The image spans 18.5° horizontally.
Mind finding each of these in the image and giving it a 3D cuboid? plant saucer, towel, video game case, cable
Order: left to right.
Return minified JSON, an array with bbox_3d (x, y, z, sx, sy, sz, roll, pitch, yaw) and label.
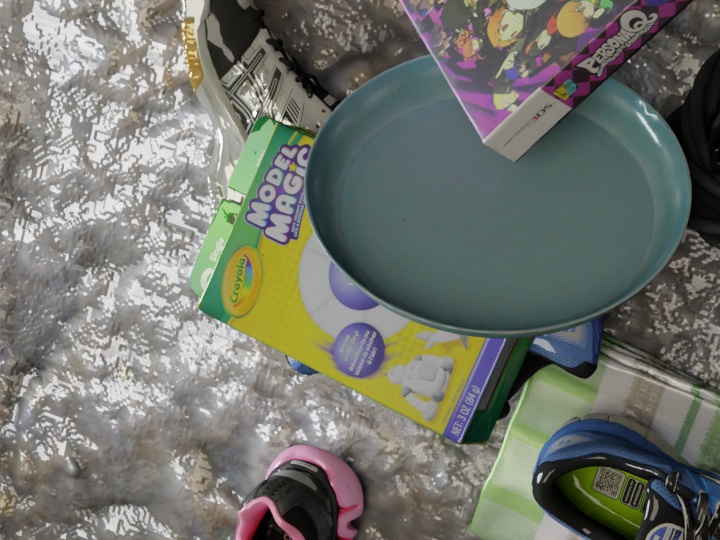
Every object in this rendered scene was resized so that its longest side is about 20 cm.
[{"bbox_3d":[0.071,-0.038,1.145,0.199,0.200,0.027,19,142,18],"label":"plant saucer"},{"bbox_3d":[0.096,-0.187,1.161,0.181,0.036,0.200,-42,51,20],"label":"video game case"},{"bbox_3d":[0.170,0.131,1.243,0.199,0.031,0.150,25,107,16],"label":"towel"},{"bbox_3d":[0.251,-0.084,1.141,0.200,0.051,0.163,-51,49,4],"label":"cable"}]

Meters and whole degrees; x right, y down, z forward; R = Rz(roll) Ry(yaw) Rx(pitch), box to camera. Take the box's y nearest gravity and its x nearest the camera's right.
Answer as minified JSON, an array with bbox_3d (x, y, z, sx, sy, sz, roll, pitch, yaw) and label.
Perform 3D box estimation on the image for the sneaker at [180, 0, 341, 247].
[{"bbox_3d":[-0.050,-0.102,1.279,0.087,0.076,0.201,-9,100,8],"label":"sneaker"}]

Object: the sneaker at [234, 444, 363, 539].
[{"bbox_3d":[-0.054,0.207,1.312,0.079,0.095,0.201,10,104,18],"label":"sneaker"}]

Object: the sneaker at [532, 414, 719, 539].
[{"bbox_3d":[0.180,0.140,1.171,0.199,0.089,0.079,16,106,20],"label":"sneaker"}]

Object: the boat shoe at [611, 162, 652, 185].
[{"bbox_3d":[0.082,-0.050,1.223,0.199,0.074,0.069,-10,96,21],"label":"boat shoe"}]

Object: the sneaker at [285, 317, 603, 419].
[{"bbox_3d":[0.044,0.042,1.239,0.199,0.078,0.090,-9,80,30],"label":"sneaker"}]

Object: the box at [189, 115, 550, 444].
[{"bbox_3d":[0.000,0.000,1.200,0.199,0.048,0.118,26,96,24],"label":"box"}]

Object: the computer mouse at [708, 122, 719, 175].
[{"bbox_3d":[0.261,0.004,1.166,0.140,0.046,0.201,-14,73,27],"label":"computer mouse"}]
